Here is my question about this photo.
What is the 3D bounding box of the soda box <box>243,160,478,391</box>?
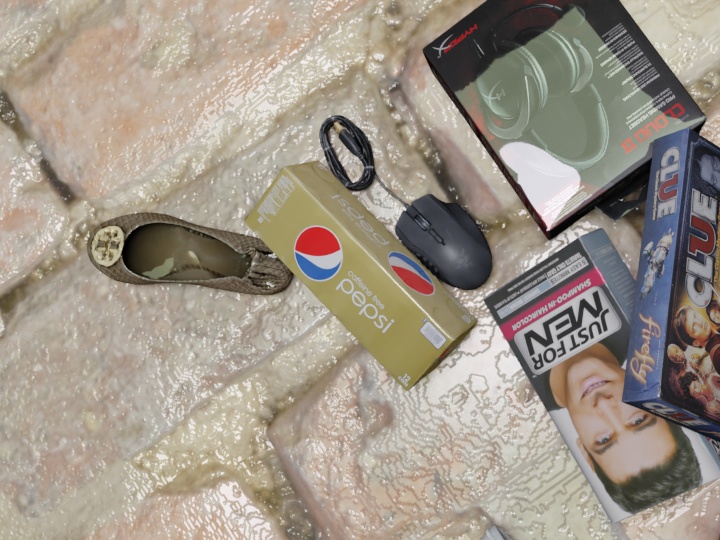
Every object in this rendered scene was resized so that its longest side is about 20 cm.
[{"bbox_3d":[0.000,0.000,0.791,0.200,0.068,0.064,46,115,10],"label":"soda box"}]

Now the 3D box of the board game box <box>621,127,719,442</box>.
[{"bbox_3d":[0.260,0.016,0.692,0.134,0.034,0.203,22,70,-27],"label":"board game box"}]

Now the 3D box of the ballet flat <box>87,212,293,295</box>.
[{"bbox_3d":[-0.156,-0.013,0.842,0.197,0.046,0.068,10,89,12],"label":"ballet flat"}]

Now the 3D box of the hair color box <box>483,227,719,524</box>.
[{"bbox_3d":[0.193,0.081,0.741,0.099,0.060,0.202,-35,80,32],"label":"hair color box"}]

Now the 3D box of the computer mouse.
[{"bbox_3d":[0.035,-0.061,0.811,0.200,0.034,0.059,43,97,11],"label":"computer mouse"}]

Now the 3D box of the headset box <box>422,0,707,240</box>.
[{"bbox_3d":[0.167,-0.134,0.766,0.148,0.077,0.201,-34,79,8],"label":"headset box"}]

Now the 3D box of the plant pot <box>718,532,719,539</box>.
[{"bbox_3d":[0.316,0.269,0.656,0.197,0.200,0.186,2,81,12],"label":"plant pot"}]

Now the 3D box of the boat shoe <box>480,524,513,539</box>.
[{"bbox_3d":[0.168,0.286,0.746,0.201,0.074,0.065,35,99,18],"label":"boat shoe"}]
